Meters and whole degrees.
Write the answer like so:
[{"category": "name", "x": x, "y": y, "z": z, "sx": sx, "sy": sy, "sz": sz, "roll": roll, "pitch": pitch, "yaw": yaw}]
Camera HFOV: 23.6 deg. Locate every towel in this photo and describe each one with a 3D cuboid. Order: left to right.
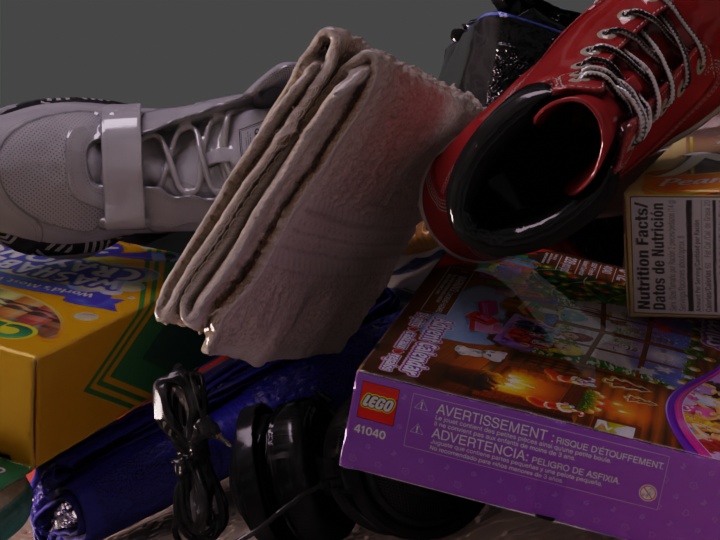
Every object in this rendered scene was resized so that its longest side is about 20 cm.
[{"category": "towel", "x": -0.068, "y": 0.074, "z": 0.842, "sx": 0.199, "sy": 0.050, "sz": 0.148, "roll": -25, "pitch": -5, "yaw": -23}, {"category": "towel", "x": -0.007, "y": -0.025, "z": 0.696, "sx": 0.133, "sy": 0.034, "sz": 0.200, "roll": -57, "pitch": -15, "yaw": 10}]

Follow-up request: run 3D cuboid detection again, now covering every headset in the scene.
[{"category": "headset", "x": -0.008, "y": 0.068, "z": 0.712, "sx": 0.123, "sy": 0.095, "sz": 0.199, "roll": -14, "pitch": 1, "yaw": 37}]

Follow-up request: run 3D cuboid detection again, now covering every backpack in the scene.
[{"category": "backpack", "x": 0.147, "y": -0.082, "z": 1.074, "sx": 0.199, "sy": 0.136, "sz": 0.183, "roll": 15, "pitch": -3, "yaw": -6}]

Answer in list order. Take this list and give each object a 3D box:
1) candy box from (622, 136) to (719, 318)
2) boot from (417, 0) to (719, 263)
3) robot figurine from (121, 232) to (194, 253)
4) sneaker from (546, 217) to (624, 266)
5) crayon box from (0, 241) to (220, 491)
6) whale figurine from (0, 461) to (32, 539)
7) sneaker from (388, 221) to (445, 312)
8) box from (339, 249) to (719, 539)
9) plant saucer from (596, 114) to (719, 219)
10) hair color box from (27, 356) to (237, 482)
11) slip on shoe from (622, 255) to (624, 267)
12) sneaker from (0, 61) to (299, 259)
[{"category": "candy box", "x": 0.212, "y": -0.019, "z": 0.677, "sx": 0.199, "sy": 0.056, "sz": 0.115, "roll": 0, "pitch": 14, "yaw": 21}, {"category": "boot", "x": 0.108, "y": -0.076, "z": 0.637, "sx": 0.200, "sy": 0.072, "sz": 0.144, "roll": -42, "pitch": 1, "yaw": -2}, {"category": "robot figurine", "x": -0.143, "y": 0.017, "z": 1.111, "sx": 0.150, "sy": 0.125, "sz": 0.200, "roll": -29, "pitch": 1, "yaw": 38}, {"category": "sneaker", "x": 0.112, "y": -0.013, "z": 0.977, "sx": 0.198, "sy": 0.071, "sz": 0.093, "roll": -17, "pitch": -5, "yaw": -9}, {"category": "crayon box", "x": -0.157, "y": 0.030, "z": 0.758, "sx": 0.125, "sy": 0.052, "sz": 0.200, "roll": 11, "pitch": 19, "yaw": 20}, {"category": "whale figurine", "x": -0.195, "y": 0.123, "z": 0.735, "sx": 0.158, "sy": 0.104, "sz": 0.200, "roll": -18, "pitch": 18, "yaw": 26}, {"category": "sneaker", "x": 0.000, "y": 0.000, "z": 0.893, "sx": 0.199, "sy": 0.088, "sz": 0.076, "roll": 1, "pitch": 52, "yaw": 45}, {"category": "box", "x": 0.082, "y": 0.039, "z": 0.657, "sx": 0.136, "sy": 0.039, "sz": 0.200, "roll": 14, "pitch": 18, "yaw": 10}, {"category": "plant saucer", "x": 0.153, "y": -0.063, "z": 0.859, "sx": 0.199, "sy": 0.035, "sz": 0.200, "roll": -14, "pitch": 11, "yaw": 3}, {"category": "hair color box", "x": -0.102, "y": 0.051, "z": 0.960, "sx": 0.102, "sy": 0.061, "sz": 0.200, "roll": -49, "pitch": -13, "yaw": 34}, {"category": "slip on shoe", "x": 0.216, "y": -0.027, "z": 0.860, "sx": 0.199, "sy": 0.062, "sz": 0.074, "roll": -14, "pitch": 14, "yaw": 43}, {"category": "sneaker", "x": -0.079, "y": -0.052, "z": 0.769, "sx": 0.199, "sy": 0.076, "sz": 0.115, "roll": 0, "pitch": -12, "yaw": -34}]
